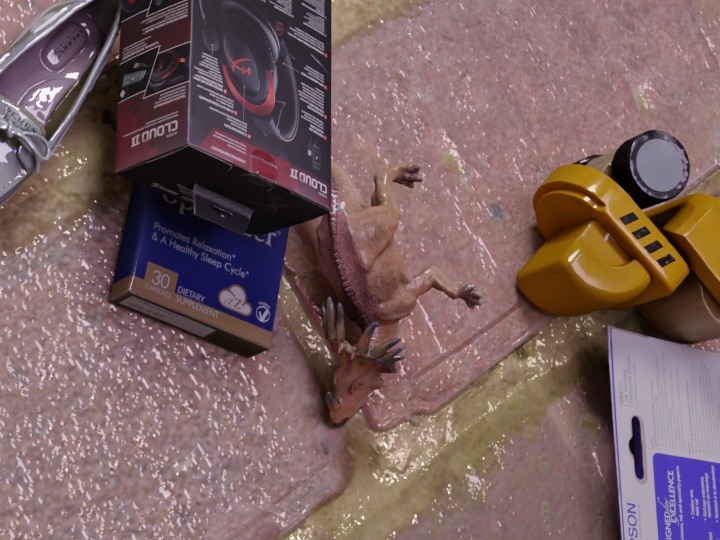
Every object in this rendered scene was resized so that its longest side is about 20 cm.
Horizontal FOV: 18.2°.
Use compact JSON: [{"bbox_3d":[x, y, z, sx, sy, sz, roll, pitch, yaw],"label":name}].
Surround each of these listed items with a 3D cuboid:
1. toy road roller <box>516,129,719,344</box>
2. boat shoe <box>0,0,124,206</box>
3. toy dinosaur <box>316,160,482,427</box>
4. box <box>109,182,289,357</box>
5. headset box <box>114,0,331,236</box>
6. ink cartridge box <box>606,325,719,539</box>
[{"bbox_3d":[0.217,-0.002,1.794,0.200,0.123,0.146,48,65,-10],"label":"toy road roller"},{"bbox_3d":[-0.226,-0.117,1.529,0.074,0.065,0.202,45,51,-15],"label":"boat shoe"},{"bbox_3d":[0.000,0.000,1.632,0.135,0.086,0.200,-31,101,-48],"label":"toy dinosaur"},{"bbox_3d":[-0.106,-0.051,1.618,0.121,0.032,0.201,23,59,-29],"label":"box"},{"bbox_3d":[-0.093,-0.125,1.567,0.148,0.075,0.201,23,58,-46],"label":"headset box"},{"bbox_3d":[0.266,0.157,1.815,0.200,0.043,0.199,14,65,-35],"label":"ink cartridge box"}]
